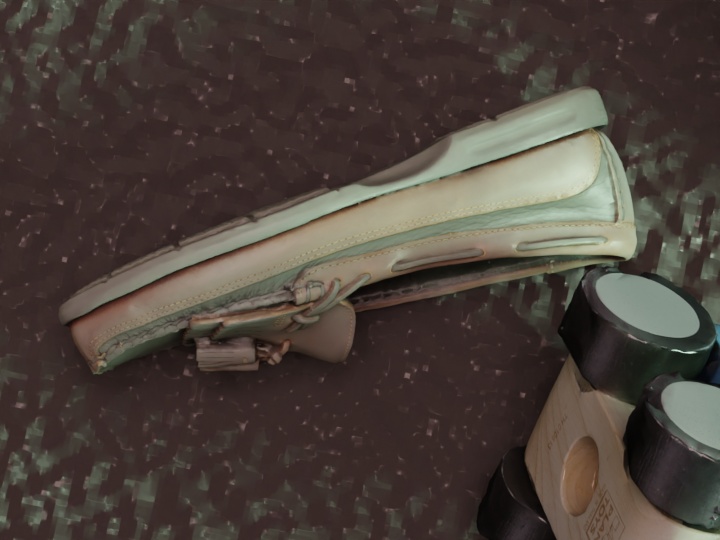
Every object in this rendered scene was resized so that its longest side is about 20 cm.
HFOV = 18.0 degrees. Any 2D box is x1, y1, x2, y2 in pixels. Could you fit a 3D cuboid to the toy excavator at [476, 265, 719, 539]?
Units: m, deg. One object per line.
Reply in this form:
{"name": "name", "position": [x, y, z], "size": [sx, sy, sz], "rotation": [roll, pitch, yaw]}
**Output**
{"name": "toy excavator", "position": [0.159, 0.098, 0.712], "size": [0.198, 0.195, 0.100], "rotation": [10, 119, -20]}

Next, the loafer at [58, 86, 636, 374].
{"name": "loafer", "position": [0.000, 0.000, 0.764], "size": [0.199, 0.072, 0.063], "rotation": [-22, 89, -7]}
